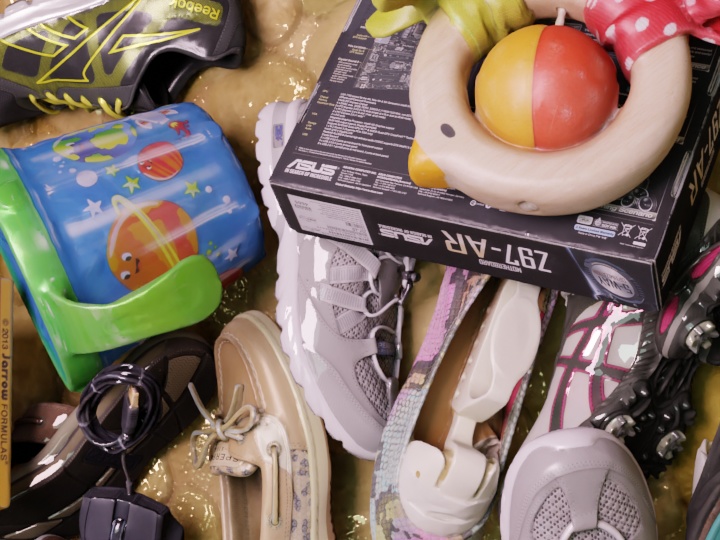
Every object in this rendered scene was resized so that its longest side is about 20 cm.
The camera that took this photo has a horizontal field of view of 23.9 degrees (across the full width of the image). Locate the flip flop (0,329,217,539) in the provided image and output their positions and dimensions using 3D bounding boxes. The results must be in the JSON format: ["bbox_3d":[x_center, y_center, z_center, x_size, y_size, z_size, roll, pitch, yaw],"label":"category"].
[{"bbox_3d":[-0.164,0.095,0.973,0.200,0.081,0.058,-44,55,16],"label":"flip flop"}]

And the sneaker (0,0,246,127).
[{"bbox_3d":[-0.152,-0.118,0.964,0.199,0.074,0.085,-27,76,21],"label":"sneaker"}]

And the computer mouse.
[{"bbox_3d":[-0.128,0.122,0.913,0.058,0.034,0.201,14,137,9],"label":"computer mouse"}]

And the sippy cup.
[{"bbox_3d":[-0.126,-0.024,0.913,0.129,0.140,0.179,-25,66,-14],"label":"sippy cup"}]

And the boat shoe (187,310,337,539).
[{"bbox_3d":[-0.053,0.123,0.912,0.073,0.062,0.202,-23,78,64],"label":"boat shoe"}]

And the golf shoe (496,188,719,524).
[{"bbox_3d":[0.130,0.048,0.853,0.201,0.077,0.088,-53,48,15],"label":"golf shoe"}]

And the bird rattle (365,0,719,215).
[{"bbox_3d":[0.096,-0.100,0.786,0.198,0.113,0.165,9,71,6],"label":"bird rattle"}]

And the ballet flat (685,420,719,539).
[{"bbox_3d":[0.195,0.088,0.808,0.067,0.069,0.201,5,125,-8],"label":"ballet flat"}]

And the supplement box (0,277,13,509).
[{"bbox_3d":[-0.286,0.079,0.958,0.199,0.103,0.132,-19,68,48],"label":"supplement box"}]

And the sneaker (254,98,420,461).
[{"bbox_3d":[0.000,0.000,0.898,0.081,0.075,0.202,-14,86,19],"label":"sneaker"}]

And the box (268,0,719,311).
[{"bbox_3d":[0.075,-0.076,0.839,0.198,0.044,0.161,12,61,22],"label":"box"}]

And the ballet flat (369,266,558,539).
[{"bbox_3d":[0.055,0.070,0.861,0.069,0.071,0.202,18,88,-15],"label":"ballet flat"}]

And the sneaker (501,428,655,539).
[{"bbox_3d":[0.116,0.169,0.799,0.074,0.082,0.202,-13,112,-3],"label":"sneaker"}]

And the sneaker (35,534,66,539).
[{"bbox_3d":[-0.159,0.253,0.965,0.084,0.073,0.201,-31,79,18],"label":"sneaker"}]
